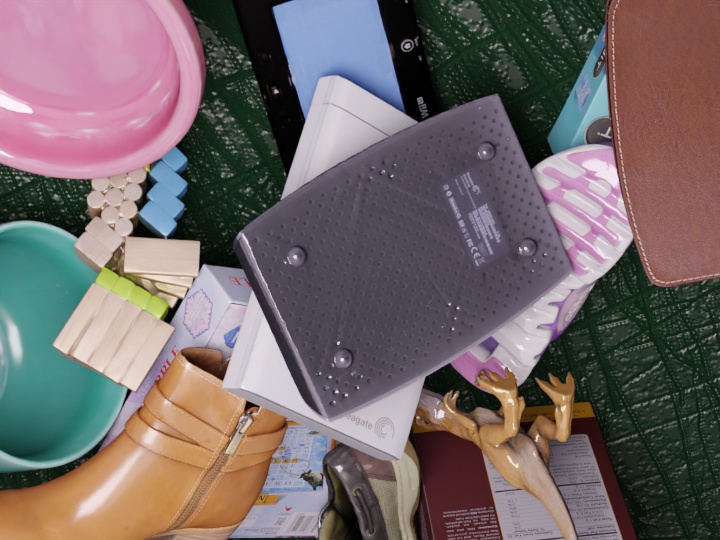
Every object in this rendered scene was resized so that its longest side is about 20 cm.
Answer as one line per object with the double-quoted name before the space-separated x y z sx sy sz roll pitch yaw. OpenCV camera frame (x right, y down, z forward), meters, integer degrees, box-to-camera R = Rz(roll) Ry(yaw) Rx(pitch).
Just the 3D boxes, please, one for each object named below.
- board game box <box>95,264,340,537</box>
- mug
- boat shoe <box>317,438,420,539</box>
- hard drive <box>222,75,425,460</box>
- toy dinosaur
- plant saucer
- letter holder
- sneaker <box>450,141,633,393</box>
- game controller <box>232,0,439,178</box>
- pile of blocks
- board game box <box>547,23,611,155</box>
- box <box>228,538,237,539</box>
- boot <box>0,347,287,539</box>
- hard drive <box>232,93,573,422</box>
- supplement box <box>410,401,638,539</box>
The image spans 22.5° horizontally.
"board game box" -0.062 0.093 1.198 0.200 0.041 0.200 8 123 -43
"mug" -0.238 0.036 1.144 0.114 0.185 0.152 -10 168 41
"boat shoe" 0.001 0.178 1.248 0.066 0.072 0.201 -22 138 -20
"hard drive" 0.000 0.000 1.099 0.132 0.027 0.200 28 72 -36
"toy dinosaur" 0.106 0.120 1.147 0.060 0.200 0.106 -12 127 -28
"plant saucer" -0.182 -0.138 1.028 0.200 0.051 0.201 10 139 9
"letter holder" 0.213 -0.105 1.073 0.142 0.101 0.200 -12 120 3
"sneaker" 0.127 -0.011 1.172 0.080 0.088 0.200 42 128 13
"game controller" -0.013 -0.129 1.113 0.104 0.042 0.200 -13 128 4
"pile of blocks" -0.139 -0.023 1.123 0.082 0.062 0.200 7 82 -6
"board game box" 0.230 -0.136 1.141 0.151 0.047 0.200 17 117 -14
"box" -0.124 0.301 1.318 0.197 0.117 0.200 15 116 -14
"boot" -0.135 0.116 1.075 0.200 0.077 0.155 11 123 -36
"hard drive" 0.024 -0.010 1.066 0.200 0.042 0.135 -30 101 -30
"supplement box" 0.113 0.232 1.252 0.133 0.200 0.197 -5 120 -2
